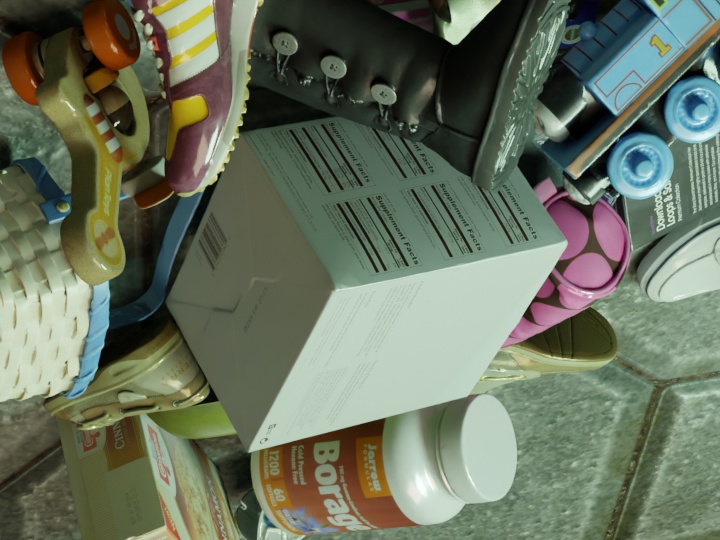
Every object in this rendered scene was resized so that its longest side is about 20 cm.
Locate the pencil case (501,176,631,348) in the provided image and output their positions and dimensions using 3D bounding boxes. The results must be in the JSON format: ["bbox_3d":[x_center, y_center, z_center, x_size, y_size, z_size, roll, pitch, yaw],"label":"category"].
[{"bbox_3d":[0.127,-0.003,1.582,0.091,0.094,0.200,-48,-176,-26],"label":"pencil case"}]

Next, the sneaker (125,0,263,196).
[{"bbox_3d":[-0.113,-0.148,1.293,0.090,0.075,0.201,9,97,-20],"label":"sneaker"}]

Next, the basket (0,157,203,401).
[{"bbox_3d":[-0.210,0.001,1.455,0.199,0.139,0.177,-14,148,-30],"label":"basket"}]

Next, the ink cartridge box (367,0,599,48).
[{"bbox_3d":[0.074,-0.164,1.438,0.199,0.037,0.095,-12,144,-11],"label":"ink cartridge box"}]

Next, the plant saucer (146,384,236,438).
[{"bbox_3d":[-0.069,0.100,1.634,0.199,0.031,0.200,-13,-178,0],"label":"plant saucer"}]

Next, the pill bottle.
[{"bbox_3d":[0.020,0.151,1.687,0.199,0.113,0.112,-10,152,34],"label":"pill bottle"}]

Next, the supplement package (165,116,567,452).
[{"bbox_3d":[0.000,0.000,1.491,0.199,0.147,0.191,-12,148,-34],"label":"supplement package"}]

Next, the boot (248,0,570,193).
[{"bbox_3d":[0.020,-0.155,1.326,0.066,0.200,0.165,-45,159,-48],"label":"boot"}]

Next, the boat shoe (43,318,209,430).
[{"bbox_3d":[-0.178,0.091,1.588,0.073,0.063,0.200,-44,-170,-35],"label":"boat shoe"}]

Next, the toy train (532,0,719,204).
[{"bbox_3d":[0.197,-0.138,1.416,0.200,0.087,0.114,-44,106,4],"label":"toy train"}]

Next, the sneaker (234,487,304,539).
[{"bbox_3d":[-0.024,0.190,1.857,0.199,0.075,0.087,-15,179,-16],"label":"sneaker"}]

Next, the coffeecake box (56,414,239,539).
[{"bbox_3d":[-0.166,0.198,1.720,0.073,0.154,0.200,-23,144,7],"label":"coffeecake box"}]

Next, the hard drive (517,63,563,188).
[{"bbox_3d":[0.185,-0.091,1.581,0.139,0.033,0.200,-27,143,13],"label":"hard drive"}]

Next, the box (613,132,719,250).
[{"bbox_3d":[0.269,-0.112,1.542,0.200,0.036,0.143,-28,141,-9],"label":"box"}]

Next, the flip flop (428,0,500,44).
[{"bbox_3d":[0.070,-0.184,1.353,0.081,0.058,0.201,-16,121,-3],"label":"flip flop"}]

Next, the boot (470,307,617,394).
[{"bbox_3d":[0.101,0.087,1.751,0.199,0.072,0.155,3,139,-15],"label":"boot"}]

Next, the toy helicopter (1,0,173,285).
[{"bbox_3d":[-0.162,-0.066,1.325,0.079,0.200,0.132,-21,135,18],"label":"toy helicopter"}]

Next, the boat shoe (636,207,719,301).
[{"bbox_3d":[0.319,-0.019,1.704,0.200,0.067,0.074,-32,142,20],"label":"boat shoe"}]
